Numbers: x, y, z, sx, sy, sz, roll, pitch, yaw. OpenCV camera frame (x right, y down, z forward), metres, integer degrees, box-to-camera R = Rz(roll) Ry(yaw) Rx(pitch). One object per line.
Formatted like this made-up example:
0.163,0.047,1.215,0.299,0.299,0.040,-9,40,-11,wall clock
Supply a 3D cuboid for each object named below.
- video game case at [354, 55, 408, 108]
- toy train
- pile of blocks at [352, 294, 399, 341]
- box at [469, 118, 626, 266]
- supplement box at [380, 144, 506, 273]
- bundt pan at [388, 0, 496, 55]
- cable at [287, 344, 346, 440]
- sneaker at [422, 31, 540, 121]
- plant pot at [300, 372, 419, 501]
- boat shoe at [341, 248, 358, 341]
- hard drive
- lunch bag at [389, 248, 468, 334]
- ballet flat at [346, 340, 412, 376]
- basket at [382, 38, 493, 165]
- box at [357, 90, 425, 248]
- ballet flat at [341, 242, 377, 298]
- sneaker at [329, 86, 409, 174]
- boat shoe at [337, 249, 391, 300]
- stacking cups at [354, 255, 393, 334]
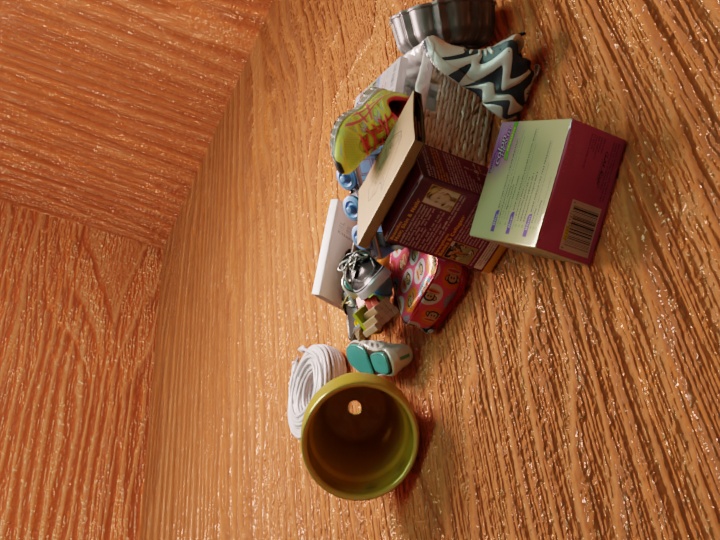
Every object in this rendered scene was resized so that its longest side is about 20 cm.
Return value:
0.026,-0.282,1.801,0.199,0.018,0.146,153,130,-63,video game case
0.031,-0.118,1.705,0.113,0.086,0.204,0,111,43,toy train
0.009,0.078,1.784,0.082,0.063,0.200,-38,0,-9,pile of blocks
0.260,-0.113,1.415,0.199,0.095,0.180,17,91,68,box
0.142,-0.097,1.560,0.132,0.197,0.104,-57,27,32,supplement box
0.154,-0.431,1.805,0.201,0.198,0.078,175,85,-67,bundt pan
-0.092,0.255,2.083,0.199,0.068,0.204,-16,61,65,cable
0.207,-0.353,1.631,0.130,0.199,0.079,-53,-13,18,sneaker
-0.006,0.262,1.711,0.189,0.197,0.204,-111,40,-79,plant pot
-0.012,0.053,2.031,0.072,0.060,0.205,-40,39,54,boat shoe
-0.040,-0.030,2.084,0.026,0.131,0.204,2,74,32,hard drive
0.108,0.003,1.736,0.202,0.080,0.178,-100,32,-48,lunch bag
0.039,0.156,1.817,0.199,0.068,0.071,-4,71,68,ballet flat
0.124,-0.270,1.783,0.199,0.158,0.202,-17,59,64,basket
0.045,-0.157,1.539,0.165,0.021,0.202,-89,23,-55,box
0.015,-0.035,1.955,0.069,0.069,0.203,-23,41,63,ballet flat
0.021,-0.231,1.621,0.089,0.079,0.201,8,50,32,sneaker
0.002,-0.002,1.777,0.073,0.068,0.199,-43,11,2,boat shoe
0.038,0.020,1.883,0.061,0.059,0.204,-116,36,-60,stacking cups
